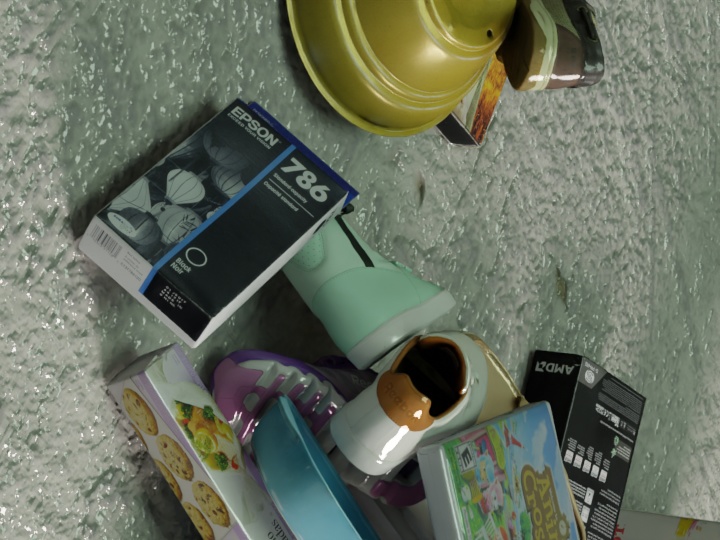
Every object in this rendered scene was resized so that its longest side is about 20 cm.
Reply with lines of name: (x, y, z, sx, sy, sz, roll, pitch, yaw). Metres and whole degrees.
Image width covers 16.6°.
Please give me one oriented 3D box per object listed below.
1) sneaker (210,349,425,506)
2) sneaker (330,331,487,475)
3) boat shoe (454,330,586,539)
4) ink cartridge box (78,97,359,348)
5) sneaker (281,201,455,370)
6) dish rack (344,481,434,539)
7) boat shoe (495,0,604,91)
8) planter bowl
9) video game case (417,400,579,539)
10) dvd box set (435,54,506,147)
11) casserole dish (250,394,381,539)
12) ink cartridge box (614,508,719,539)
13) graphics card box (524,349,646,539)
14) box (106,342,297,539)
sneaker: (-0.026, 0.093, 1.683, 0.200, 0.081, 0.089, 24, 30, -37)
sneaker: (0.056, 0.074, 1.641, 0.073, 0.085, 0.200, 46, 26, 3)
boat shoe: (0.119, 0.135, 1.867, 0.074, 0.069, 0.200, -35, 108, -31)
ink cartridge box: (-0.080, -0.042, 1.559, 0.200, 0.099, 0.039, -45, 173, -45)
sneaker: (0.000, 0.000, 1.702, 0.118, 0.074, 0.200, 54, 8, 3)
dish rack: (0.077, 0.220, 1.749, 0.044, 0.200, 0.172, -45, 141, 8)
boat shoe: (0.135, -0.170, 1.752, 0.200, 0.065, 0.073, -90, -164, -63)
planter bowl: (0.048, -0.195, 1.696, 0.200, 0.083, 0.201, 3, 86, -44)
video game case: (0.106, 0.199, 1.658, 0.182, 0.022, 0.200, -14, 91, -62)
dvd box set: (0.080, -0.212, 1.826, 0.146, 0.029, 0.200, 47, 57, -48)
casserole dish: (-0.016, 0.169, 1.591, 0.039, 0.121, 0.200, -30, 115, 1)
ink cartridge box: (0.301, 0.299, 2.079, 0.145, 0.200, 0.148, 40, 62, -53)
graphics card box: (0.165, 0.176, 1.992, 0.125, 0.051, 0.200, 31, 71, -53)
box: (-0.087, 0.140, 1.559, 0.039, 0.041, 0.200, -42, 106, -44)
